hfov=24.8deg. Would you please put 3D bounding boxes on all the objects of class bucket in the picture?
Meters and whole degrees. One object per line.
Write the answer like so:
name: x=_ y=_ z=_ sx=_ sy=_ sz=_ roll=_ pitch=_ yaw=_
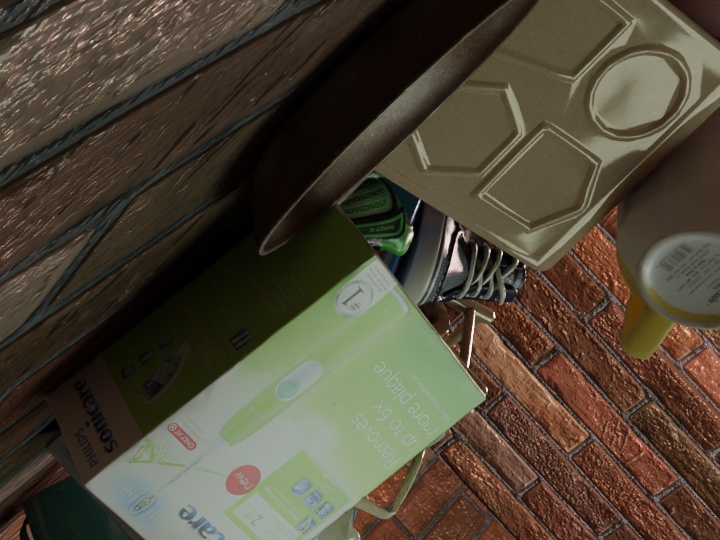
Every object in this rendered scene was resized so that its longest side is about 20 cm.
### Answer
bucket: x=-0.179 y=0.224 z=1.373 sx=0.207 sy=0.135 sz=0.207 roll=-23 pitch=172 yaw=-4

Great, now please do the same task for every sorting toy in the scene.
sorting toy: x=0.110 y=-0.101 z=0.974 sx=0.185 sy=0.200 sz=0.037 roll=-45 pitch=-140 yaw=22

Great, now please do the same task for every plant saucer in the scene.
plant saucer: x=0.012 y=-0.088 z=0.815 sx=0.200 sy=0.037 sz=0.200 roll=-44 pitch=177 yaw=-3

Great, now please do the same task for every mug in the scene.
mug: x=0.237 y=-0.028 z=1.083 sx=0.149 sy=0.187 sz=0.153 roll=-1 pitch=-141 yaw=21

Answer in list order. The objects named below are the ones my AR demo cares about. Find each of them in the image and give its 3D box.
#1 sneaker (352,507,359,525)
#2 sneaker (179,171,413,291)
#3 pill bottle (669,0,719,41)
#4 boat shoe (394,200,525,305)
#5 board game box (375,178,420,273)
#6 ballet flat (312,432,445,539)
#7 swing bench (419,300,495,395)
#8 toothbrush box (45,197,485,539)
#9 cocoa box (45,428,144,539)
sneaker: x=-0.038 y=0.187 z=1.240 sx=0.085 sy=0.077 sz=0.200 roll=-50 pitch=-176 yaw=-23
sneaker: x=-0.051 y=0.015 z=0.990 sx=0.200 sy=0.085 sz=0.078 roll=-42 pitch=178 yaw=-4
pill bottle: x=0.253 y=-0.162 z=1.144 sx=0.116 sy=0.116 sz=0.200 roll=-41 pitch=149 yaw=-39
boat shoe: x=0.077 y=-0.008 z=1.176 sx=0.200 sy=0.092 sz=0.075 roll=-71 pitch=-178 yaw=-75
board game box: x=0.000 y=0.000 z=1.126 sx=0.152 sy=0.045 sz=0.201 roll=97 pitch=15 yaw=-85
ballet flat: x=-0.011 y=0.148 z=1.066 sx=0.200 sy=0.069 sz=0.069 roll=-45 pitch=179 yaw=-32
swing bench: x=-0.022 y=0.072 z=1.437 sx=0.199 sy=0.200 sz=0.130 roll=-43 pitch=-161 yaw=29
toothbrush box: x=-0.052 y=0.073 z=0.936 sx=0.200 sy=0.146 sz=0.086 roll=-37 pitch=-139 yaw=0
cocoa box: x=-0.116 y=0.119 z=1.150 sx=0.131 sy=0.133 sz=0.200 roll=-44 pitch=178 yaw=-3
